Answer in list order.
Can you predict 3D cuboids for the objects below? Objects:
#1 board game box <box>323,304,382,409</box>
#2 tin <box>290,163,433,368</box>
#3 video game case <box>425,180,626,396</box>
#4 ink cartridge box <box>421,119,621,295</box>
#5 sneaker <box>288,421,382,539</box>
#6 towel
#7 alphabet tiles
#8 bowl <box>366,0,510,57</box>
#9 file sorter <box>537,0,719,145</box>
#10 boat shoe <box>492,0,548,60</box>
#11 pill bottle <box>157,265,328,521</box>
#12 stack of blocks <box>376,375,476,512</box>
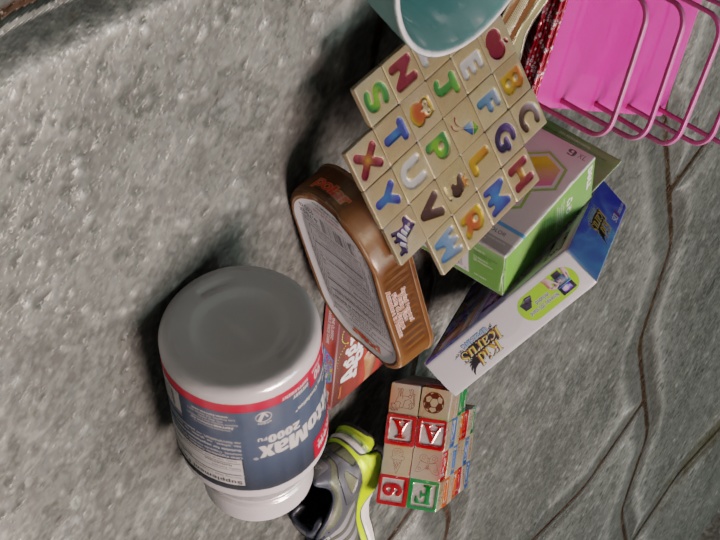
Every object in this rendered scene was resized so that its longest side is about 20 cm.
[{"bbox_3d":[0.006,0.025,1.481,0.103,0.019,0.200,-38,148,-37],"label":"board game box"},{"bbox_3d":[0.000,0.000,1.317,0.042,0.112,0.200,-35,141,-15],"label":"tin"},{"bbox_3d":[0.160,0.013,1.576,0.181,0.045,0.200,-41,-175,27],"label":"video game case"},{"bbox_3d":[0.146,-0.080,1.528,0.200,0.104,0.059,-46,153,-27],"label":"ink cartridge box"},{"bbox_3d":[-0.034,0.239,1.601,0.081,0.074,0.200,-29,135,-38],"label":"sneaker"},{"bbox_3d":[0.152,-0.216,1.405,0.145,0.022,0.200,-79,-175,-70],"label":"towel"},{"bbox_3d":[0.068,-0.102,1.268,0.200,0.006,0.167,-44,119,-33],"label":"alphabet tiles"},{"bbox_3d":[0.045,-0.257,1.132,0.201,0.105,0.201,-45,152,-31],"label":"bowl"},{"bbox_3d":[0.264,-0.191,1.509,0.200,0.125,0.139,-1,116,-40],"label":"file sorter"},{"bbox_3d":[0.104,-0.225,1.324,0.074,0.076,0.200,-3,117,-42],"label":"boat shoe"},{"bbox_3d":[-0.084,0.102,1.274,0.120,0.119,0.200,-45,153,-28],"label":"pill bottle"},{"bbox_3d":[0.070,0.164,1.639,0.200,0.058,0.115,4,93,-78],"label":"stack of blocks"}]
